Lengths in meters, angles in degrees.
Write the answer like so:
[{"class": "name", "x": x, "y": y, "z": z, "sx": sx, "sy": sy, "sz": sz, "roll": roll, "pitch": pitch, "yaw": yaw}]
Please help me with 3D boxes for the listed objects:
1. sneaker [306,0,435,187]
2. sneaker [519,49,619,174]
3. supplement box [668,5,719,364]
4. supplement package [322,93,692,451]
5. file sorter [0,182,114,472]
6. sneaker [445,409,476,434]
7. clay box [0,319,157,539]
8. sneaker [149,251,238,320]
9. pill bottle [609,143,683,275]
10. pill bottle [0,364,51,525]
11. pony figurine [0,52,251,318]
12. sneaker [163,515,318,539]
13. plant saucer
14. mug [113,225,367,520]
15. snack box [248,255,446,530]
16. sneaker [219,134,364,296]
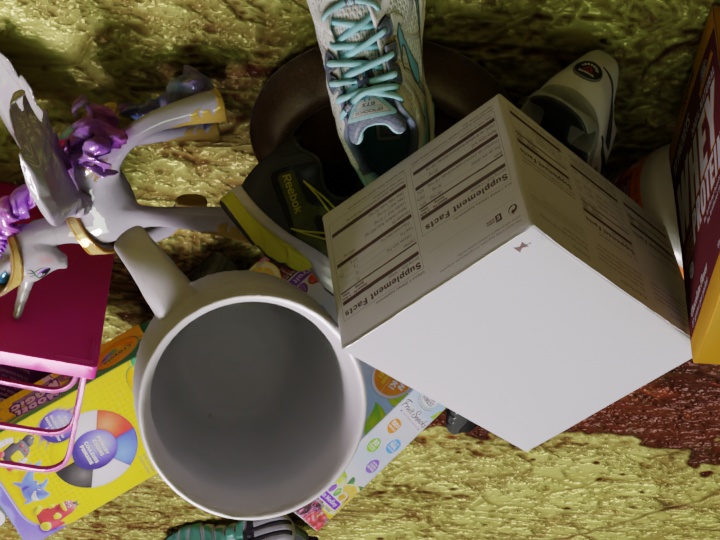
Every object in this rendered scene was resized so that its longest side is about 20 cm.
[{"class": "sneaker", "x": 0.011, "y": -0.130, "z": 0.992, "sx": 0.077, "sy": 0.087, "sz": 0.201, "roll": -10, "pitch": 129, "yaw": 11}, {"class": "sneaker", "x": 0.142, "y": -0.073, "z": 1.096, "sx": 0.074, "sy": 0.089, "sz": 0.201, "roll": 34, "pitch": 145, "yaw": 11}, {"class": "supplement box", "x": 0.316, "y": -0.049, "z": 0.994, "sx": 0.198, "sy": 0.198, "sz": 0.133, "roll": 4, "pitch": 139, "yaw": -1}, {"class": "supplement package", "x": 0.100, "y": 0.009, "z": 1.015, "sx": 0.155, "sy": 0.111, "sz": 0.199, "roll": -34, "pitch": 135, "yaw": 27}, {"class": "file sorter", "x": -0.273, "y": 0.043, "z": 1.203, "sx": 0.138, "sy": 0.201, "sz": 0.126, "roll": 11, "pitch": 126, "yaw": -11}, {"class": "sneaker", "x": 0.124, "y": 0.095, "z": 1.397, "sx": 0.081, "sy": 0.074, "sz": 0.200, "roll": 6, "pitch": 150, "yaw": -6}, {"class": "clay box", "x": -0.219, "y": 0.132, "z": 1.292, "sx": 0.199, "sy": 0.048, "sz": 0.115, "roll": -29, "pitch": 123, "yaw": -7}, {"class": "sneaker", "x": -0.137, "y": 0.071, "z": 1.364, "sx": 0.114, "sy": 0.076, "sz": 0.199, "roll": 40, "pitch": 134, "yaw": -12}, {"class": "pill bottle", "x": 0.195, "y": -0.007, "z": 1.184, "sx": 0.109, "sy": 0.110, "sz": 0.200, "roll": 22, "pitch": 145, "yaw": -27}, {"class": "pill bottle", "x": -0.335, "y": 0.122, "z": 1.373, "sx": 0.111, "sy": 0.201, "sz": 0.113, "roll": 3, "pitch": 150, "yaw": 2}, {"class": "pony figurine", "x": -0.190, "y": -0.071, "z": 1.082, "sx": 0.199, "sy": 0.167, "sz": 0.194, "roll": -18, "pitch": 123, "yaw": -12}, {"class": "sneaker", "x": -0.148, "y": 0.341, "z": 1.842, "sx": 0.199, "sy": 0.075, "sz": 0.087, "roll": -16, "pitch": 149, "yaw": 28}, {"class": "plant saucer", "x": 0.017, "y": -0.086, "z": 1.124, "sx": 0.198, "sy": 0.032, "sz": 0.201, "roll": 3, "pitch": 142, "yaw": 2}, {"class": "mug", "x": -0.097, "y": 0.052, "z": 1.045, "sx": 0.147, "sy": 0.175, "sz": 0.200, "roll": -39, "pitch": 103, "yaw": -2}, {"class": "snack box", "x": -0.043, "y": 0.078, "z": 1.174, "sx": 0.142, "sy": 0.200, "sz": 0.053, "roll": -44, "pitch": 139, "yaw": -1}, {"class": "sneaker", "x": -0.006, "y": -0.029, "z": 1.113, "sx": 0.199, "sy": 0.075, "sz": 0.085, "roll": 26, "pitch": 110, "yaw": -45}]
